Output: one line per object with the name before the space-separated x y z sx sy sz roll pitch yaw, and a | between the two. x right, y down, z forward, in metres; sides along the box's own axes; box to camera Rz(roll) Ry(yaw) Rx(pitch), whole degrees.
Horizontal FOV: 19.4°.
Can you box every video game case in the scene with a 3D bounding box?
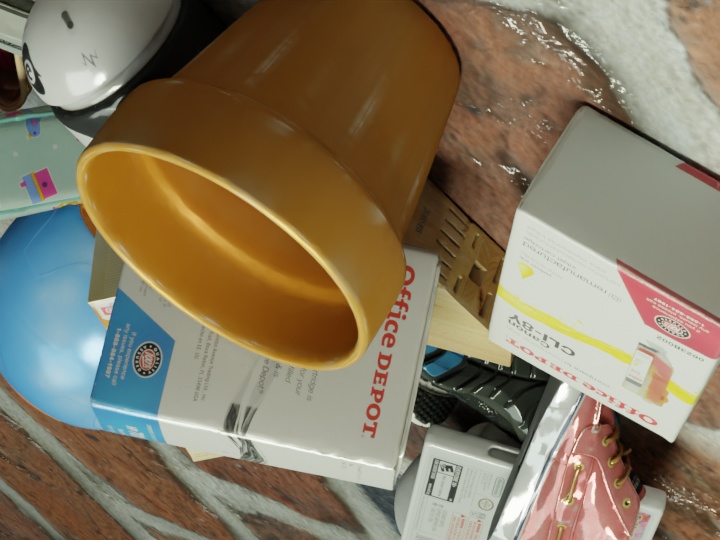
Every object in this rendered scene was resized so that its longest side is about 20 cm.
video game case | 0.124 0.201 1.606 0.180 0.024 0.201 16 143 4

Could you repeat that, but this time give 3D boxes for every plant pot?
plant pot | -0.038 -0.074 1.251 0.199 0.184 0.201 27 155 14

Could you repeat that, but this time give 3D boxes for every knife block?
knife block | 0.000 0.000 1.476 0.200 0.064 0.175 42 142 -22

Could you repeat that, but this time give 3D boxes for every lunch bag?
lunch bag | -0.269 -0.077 1.587 0.160 0.198 0.078 178 82 -66

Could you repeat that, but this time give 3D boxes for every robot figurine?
robot figurine | -0.134 -0.117 1.389 0.150 0.125 0.200 2 144 50

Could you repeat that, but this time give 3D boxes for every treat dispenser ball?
treat dispenser ball | -0.208 0.028 1.714 0.200 0.202 0.201 29 159 12

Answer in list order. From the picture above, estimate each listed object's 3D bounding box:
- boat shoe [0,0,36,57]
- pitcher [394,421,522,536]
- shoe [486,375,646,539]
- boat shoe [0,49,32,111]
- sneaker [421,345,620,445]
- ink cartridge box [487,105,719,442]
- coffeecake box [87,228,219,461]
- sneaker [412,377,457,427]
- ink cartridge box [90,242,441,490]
boat shoe | -0.222 -0.181 1.453 0.199 0.064 0.070 19 171 -36
pitcher | 0.106 0.175 1.696 0.199 0.122 0.171 -9 136 49
shoe | 0.163 0.125 1.472 0.090 0.072 0.201 21 116 1
boat shoe | -0.278 -0.185 1.506 0.073 0.070 0.200 -3 151 19
sneaker | 0.109 0.078 1.556 0.199 0.073 0.082 36 180 -21
ink cartridge box | 0.164 0.009 1.286 0.144 0.084 0.200 30 159 10
coffeecake box | -0.122 0.017 1.534 0.072 0.155 0.201 -11 139 14
sneaker | -0.006 0.051 1.605 0.080 0.074 0.200 13 152 46
ink cartridge box | -0.059 0.046 1.352 0.198 0.148 0.086 12 163 2
